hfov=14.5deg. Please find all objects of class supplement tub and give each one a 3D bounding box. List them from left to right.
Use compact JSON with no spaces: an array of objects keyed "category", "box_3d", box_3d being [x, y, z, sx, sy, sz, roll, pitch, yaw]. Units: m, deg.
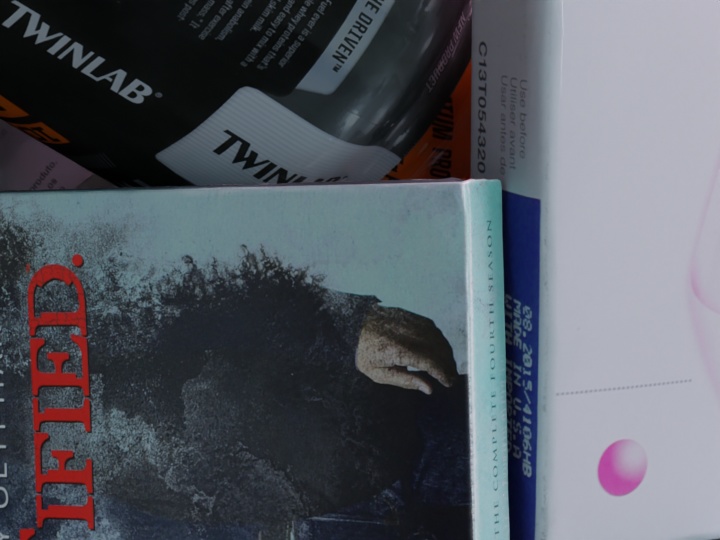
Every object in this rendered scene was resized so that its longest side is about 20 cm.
[{"category":"supplement tub","box_3d":[-0.058,-0.091,0.646,0.200,0.122,0.123,31,68,-31]}]

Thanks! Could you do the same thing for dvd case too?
[{"category":"dvd case","box_3d":[-0.060,0.053,0.645,0.022,0.200,0.146,-6,95,-62]}]

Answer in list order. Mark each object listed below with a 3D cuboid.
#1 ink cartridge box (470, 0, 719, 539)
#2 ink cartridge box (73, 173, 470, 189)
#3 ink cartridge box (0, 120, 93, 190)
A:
[{"category":"ink cartridge box","box_3d":[0.118,-0.042,0.650,0.200,0.043,0.197,-6,101,-26]},{"category":"ink cartridge box","box_3d":[0.000,0.000,0.715,0.200,0.161,0.050,-65,155,-18]},{"category":"ink cartridge box","box_3d":[-0.140,0.037,0.737,0.200,0.041,0.200,45,64,-17]}]
